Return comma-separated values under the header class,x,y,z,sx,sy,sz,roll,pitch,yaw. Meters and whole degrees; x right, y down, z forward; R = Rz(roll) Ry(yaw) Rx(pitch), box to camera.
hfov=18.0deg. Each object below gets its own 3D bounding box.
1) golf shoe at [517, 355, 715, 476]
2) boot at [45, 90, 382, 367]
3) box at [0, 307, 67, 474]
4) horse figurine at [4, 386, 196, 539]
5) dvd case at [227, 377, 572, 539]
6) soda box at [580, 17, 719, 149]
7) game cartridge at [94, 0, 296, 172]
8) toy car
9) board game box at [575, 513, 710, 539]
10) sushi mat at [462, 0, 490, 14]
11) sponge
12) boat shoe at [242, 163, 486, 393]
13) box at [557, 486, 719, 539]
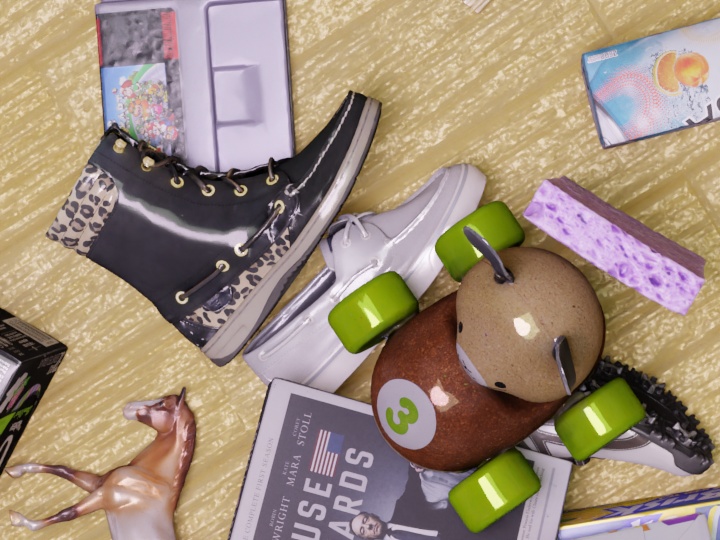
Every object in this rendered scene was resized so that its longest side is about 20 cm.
class,x,y,z,sx,sy,sz,roll,pitch,yaw
golf shoe,0.131,0.100,1.485,0.199,0.078,0.095,24,112,7
boot,-0.094,-0.057,1.461,0.153,0.074,0.204,33,105,-5
box,-0.301,0.113,1.488,0.124,0.149,0.201,29,94,3
horse figurine,-0.161,0.186,1.508,0.132,0.050,0.201,-10,68,-6
dvd case,0.021,0.165,1.419,0.199,0.025,0.151,16,74,-5
soda box,0.243,-0.132,1.457,0.199,0.068,0.064,-15,90,6
game cartridge,-0.109,-0.114,1.519,0.129,0.038,0.201,-4,91,2
toy car,0.082,0.044,1.338,0.157,0.200,0.165,-33,82,-8
board game box,0.185,0.264,1.403,0.102,0.105,0.201,-13,128,8
sushi mat,0.109,-0.271,1.498,0.096,0.012,0.200,44,96,2
sponge,0.160,-0.018,1.406,0.111,0.200,0.030,32,97,5
boat shoe,0.000,0.000,1.489,0.068,0.072,0.200,38,105,-13
box,0.177,0.184,1.474,0.199,0.070,0.065,-9,92,7
